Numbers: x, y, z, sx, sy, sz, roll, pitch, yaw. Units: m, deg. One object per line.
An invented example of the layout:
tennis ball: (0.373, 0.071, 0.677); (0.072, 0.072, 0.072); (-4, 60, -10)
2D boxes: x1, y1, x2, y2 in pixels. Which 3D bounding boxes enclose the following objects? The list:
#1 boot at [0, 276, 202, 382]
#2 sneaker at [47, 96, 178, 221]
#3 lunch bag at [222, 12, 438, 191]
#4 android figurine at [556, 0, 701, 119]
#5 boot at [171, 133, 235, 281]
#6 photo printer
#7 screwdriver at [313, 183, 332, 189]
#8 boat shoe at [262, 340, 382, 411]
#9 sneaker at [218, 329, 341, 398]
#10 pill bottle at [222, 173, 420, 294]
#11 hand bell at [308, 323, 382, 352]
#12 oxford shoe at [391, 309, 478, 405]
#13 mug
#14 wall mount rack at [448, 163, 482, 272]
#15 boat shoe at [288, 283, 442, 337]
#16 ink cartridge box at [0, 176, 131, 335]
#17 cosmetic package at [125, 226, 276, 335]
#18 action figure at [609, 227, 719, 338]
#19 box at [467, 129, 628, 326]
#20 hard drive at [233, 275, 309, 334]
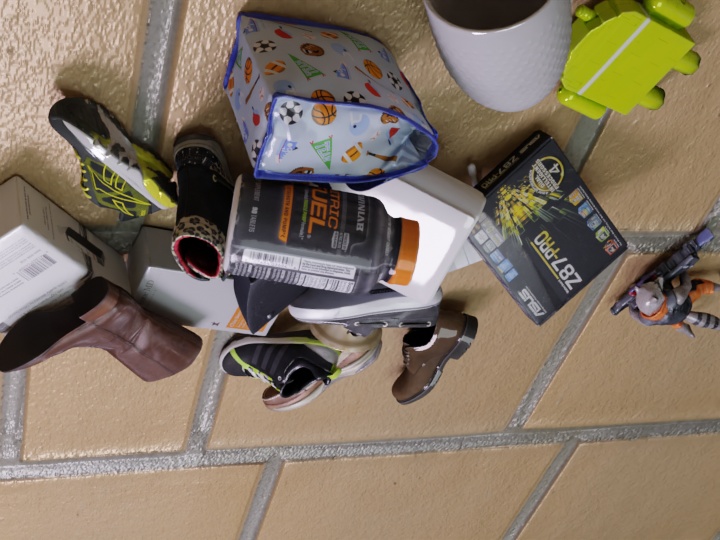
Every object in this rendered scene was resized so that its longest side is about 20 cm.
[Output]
boot: (-0.312, 0.101, 1.406); (0.186, 0.065, 0.200); (-29, 146, 14)
sneaker: (-0.284, -0.112, 1.279); (0.084, 0.075, 0.200); (-29, 140, 14)
lunch bag: (-0.030, -0.176, 1.224); (0.199, 0.171, 0.124); (0, 133, -24)
android figurine: (0.308, -0.255, 1.364); (0.199, 0.041, 0.182); (14, 131, -34)
boot: (-0.167, -0.039, 1.340); (0.073, 0.155, 0.204); (-12, 140, 11)
photo printer: (0.031, -0.067, 1.398); (0.199, 0.070, 0.167); (28, 129, 0)
screwdriver: (-0.031, -0.078, 1.315); (0.028, 0.201, 0.029); (-15, 141, -16)
boat shoe: (-0.065, 0.132, 1.661); (0.199, 0.076, 0.072); (-33, 112, 14)
sneaker: (-0.116, 0.134, 1.591); (0.199, 0.083, 0.072); (-12, 146, 29)
pill bottle: (-0.039, -0.034, 1.212); (0.198, 0.107, 0.107); (9, 136, -8)
hand bell: (0.000, 0.000, 1.519); (0.103, 0.104, 0.201); (-1, 130, -20)
oxford shoe: (0.089, 0.122, 1.714); (0.084, 0.073, 0.200); (21, 127, -17)
mug: (0.169, -0.273, 1.226); (0.200, 0.147, 0.176); (-47, 151, -11)
wall mount rack: (0.113, -0.048, 1.514); (0.199, 0.075, 0.175); (-21, 109, 2)
boat shoe: (0.007, 0.055, 1.480); (0.198, 0.070, 0.067); (-7, 116, -11)
ink cartridge box: (-0.389, 0.002, 1.365); (0.144, 0.084, 0.200); (-30, 139, 13)
cosmetic package: (-0.195, 0.016, 1.466); (0.199, 0.072, 0.102); (9, 134, -28)
action figure: (0.486, 0.035, 1.728); (0.192, 0.105, 0.200); (4, 139, -39)
box: (0.228, -0.053, 1.477); (0.161, 0.049, 0.200); (-40, 116, 0)
hard drive: (-0.092, -0.001, 1.357); (0.135, 0.042, 0.200); (-40, 168, -16)
